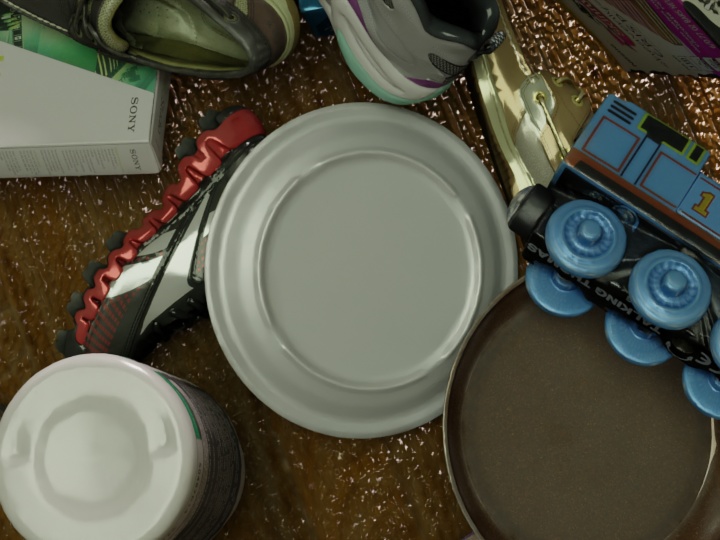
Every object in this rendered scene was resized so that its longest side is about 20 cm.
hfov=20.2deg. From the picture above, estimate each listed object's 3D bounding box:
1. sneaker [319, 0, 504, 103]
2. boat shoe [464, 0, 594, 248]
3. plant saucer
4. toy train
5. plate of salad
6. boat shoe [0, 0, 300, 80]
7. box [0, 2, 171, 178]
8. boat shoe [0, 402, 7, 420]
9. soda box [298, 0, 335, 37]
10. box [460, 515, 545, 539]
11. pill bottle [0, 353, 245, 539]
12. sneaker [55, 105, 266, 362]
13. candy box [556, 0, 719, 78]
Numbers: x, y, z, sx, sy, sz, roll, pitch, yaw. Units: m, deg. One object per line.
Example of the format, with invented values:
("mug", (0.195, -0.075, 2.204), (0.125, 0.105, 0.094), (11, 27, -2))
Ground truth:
("sneaker", (0.007, -0.192, 1.124), (0.200, 0.140, 0.078), (45, 63, -11))
("boat shoe", (0.110, -0.082, 1.219), (0.066, 0.074, 0.201), (-19, 90, 1))
("plant saucer", (0.137, 0.092, 1.178), (0.199, 0.032, 0.201), (2, 85, -18))
("toy train", (0.181, -0.004, 1.127), (0.200, 0.087, 0.114), (33, 67, 7))
("plate of salad", (0.000, 0.000, 1.214), (0.199, 0.048, 0.201), (0, 91, -19))
("boat shoe", (-0.137, -0.159, 1.194), (0.200, 0.066, 0.072), (17, 116, 14))
("box", (-0.216, -0.124, 1.255), (0.199, 0.036, 0.145), (-1, 57, 6))
("boat shoe", (-0.301, 0.141, 1.236), (0.199, 0.073, 0.075), (-29, 81, -2))
("soda box", (-0.017, -0.253, 1.259), (0.068, 0.064, 0.201), (-10, 81, 6))
("box", (0.095, 0.257, 1.188), (0.137, 0.039, 0.200), (-35, 79, 2))
("pill bottle", (-0.129, 0.112, 1.156), (0.113, 0.200, 0.114), (-1, 82, 8))
("sneaker", (-0.102, 0.001, 1.232), (0.098, 0.071, 0.201), (36, 87, 13))
("candy box", (0.157, -0.174, 1.137), (0.136, 0.200, 0.061), (43, 87, -13))
